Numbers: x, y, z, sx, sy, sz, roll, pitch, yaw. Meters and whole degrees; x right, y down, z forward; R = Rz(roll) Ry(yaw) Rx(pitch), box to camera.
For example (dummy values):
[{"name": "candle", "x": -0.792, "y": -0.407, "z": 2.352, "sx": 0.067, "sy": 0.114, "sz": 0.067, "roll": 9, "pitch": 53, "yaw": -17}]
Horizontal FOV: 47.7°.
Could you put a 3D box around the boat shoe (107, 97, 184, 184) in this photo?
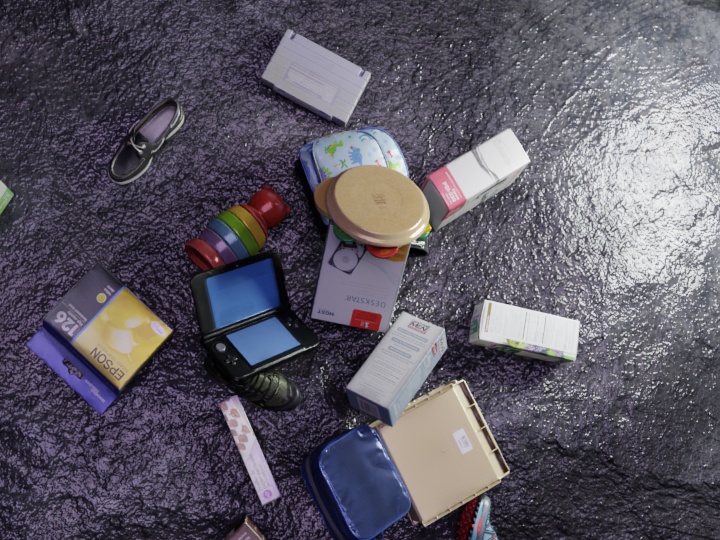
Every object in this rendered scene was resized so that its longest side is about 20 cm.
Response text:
[{"name": "boat shoe", "x": -0.418, "y": -0.254, "z": 1.582, "sx": 0.074, "sy": 0.060, "sz": 0.200, "roll": 42, "pitch": 76, "yaw": 2}]

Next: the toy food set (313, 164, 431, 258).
[{"name": "toy food set", "x": 0.028, "y": -0.109, "z": 1.445, "sx": 0.197, "sy": 0.049, "sz": 0.199, "roll": -18, "pitch": 57, "yaw": -28}]

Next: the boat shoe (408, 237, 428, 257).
[{"name": "boat shoe", "x": 0.044, "y": -0.041, "z": 1.592, "sx": 0.195, "sy": 0.075, "sz": 0.067, "roll": -6, "pitch": 67, "yaw": -18}]

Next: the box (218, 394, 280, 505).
[{"name": "box", "x": -0.204, "y": 0.329, "z": 1.499, "sx": 0.038, "sy": 0.041, "sz": 0.203, "roll": -23, "pitch": 81, "yaw": -11}]

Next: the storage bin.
[{"name": "storage bin", "x": 0.144, "y": 0.336, "z": 1.518, "sx": 0.196, "sy": 0.094, "sz": 0.203, "roll": -25, "pitch": 82, "yaw": -12}]

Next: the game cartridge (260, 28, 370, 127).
[{"name": "game cartridge", "x": -0.092, "y": -0.392, "z": 1.669, "sx": 0.197, "sy": 0.038, "sz": 0.131, "roll": 28, "pitch": 80, "yaw": -1}]

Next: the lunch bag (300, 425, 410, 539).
[{"name": "lunch bag", "x": -0.009, "y": 0.395, "z": 1.467, "sx": 0.134, "sy": 0.132, "sz": 0.203, "roll": -23, "pitch": 81, "yaw": -27}]

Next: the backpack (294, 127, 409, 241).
[{"name": "backpack", "x": -0.008, "y": -0.183, "z": 1.578, "sx": 0.196, "sy": 0.147, "sz": 0.186, "roll": -19, "pitch": 84, "yaw": -14}]

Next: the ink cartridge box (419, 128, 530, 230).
[{"name": "ink cartridge box", "x": 0.218, "y": -0.178, "z": 1.606, "sx": 0.198, "sy": 0.146, "sz": 0.086, "roll": -33, "pitch": 82, "yaw": -12}]

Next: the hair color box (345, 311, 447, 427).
[{"name": "hair color box", "x": 0.069, "y": 0.179, "z": 1.510, "sx": 0.098, "sy": 0.061, "sz": 0.201, "roll": 21, "pitch": 56, "yaw": 30}]

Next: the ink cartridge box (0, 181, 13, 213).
[{"name": "ink cartridge box", "x": -0.728, "y": -0.170, "z": 1.451, "sx": 0.144, "sy": 0.200, "sz": 0.085, "roll": 32, "pitch": 76, "yaw": 0}]

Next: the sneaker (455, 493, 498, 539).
[{"name": "sneaker", "x": 0.226, "y": 0.516, "z": 1.509, "sx": 0.094, "sy": 0.079, "sz": 0.205, "roll": 9, "pitch": 85, "yaw": -15}]

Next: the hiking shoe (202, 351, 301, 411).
[{"name": "hiking shoe", "x": -0.201, "y": 0.205, "z": 1.492, "sx": 0.197, "sy": 0.101, "sz": 0.077, "roll": 24, "pitch": 83, "yaw": 0}]

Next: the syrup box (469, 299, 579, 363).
[{"name": "syrup box", "x": 0.319, "y": 0.121, "z": 1.592, "sx": 0.196, "sy": 0.079, "sz": 0.083, "roll": 12, "pitch": 77, "yaw": -5}]

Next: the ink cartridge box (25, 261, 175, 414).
[{"name": "ink cartridge box", "x": -0.482, "y": 0.123, "z": 1.504, "sx": 0.197, "sy": 0.047, "sz": 0.201, "roll": 41, "pitch": 74, "yaw": 1}]

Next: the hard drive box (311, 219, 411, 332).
[{"name": "hard drive box", "x": 0.000, "y": 0.000, "z": 1.520, "sx": 0.152, "sy": 0.077, "sz": 0.203, "roll": 10, "pitch": 120, "yaw": -5}]

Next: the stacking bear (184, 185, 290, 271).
[{"name": "stacking bear", "x": -0.223, "y": -0.075, "z": 1.549, "sx": 0.121, "sy": 0.114, "sz": 0.200, "roll": 42, "pitch": 70, "yaw": 9}]

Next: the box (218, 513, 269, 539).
[{"name": "box", "x": -0.193, "y": 0.554, "z": 1.390, "sx": 0.165, "sy": 0.164, "sz": 0.201, "roll": -40, "pitch": 86, "yaw": -14}]

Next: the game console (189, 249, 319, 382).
[{"name": "game console", "x": -0.187, "y": 0.078, "z": 1.473, "sx": 0.198, "sy": 0.118, "sz": 0.176, "roll": -20, "pitch": 48, "yaw": -37}]
